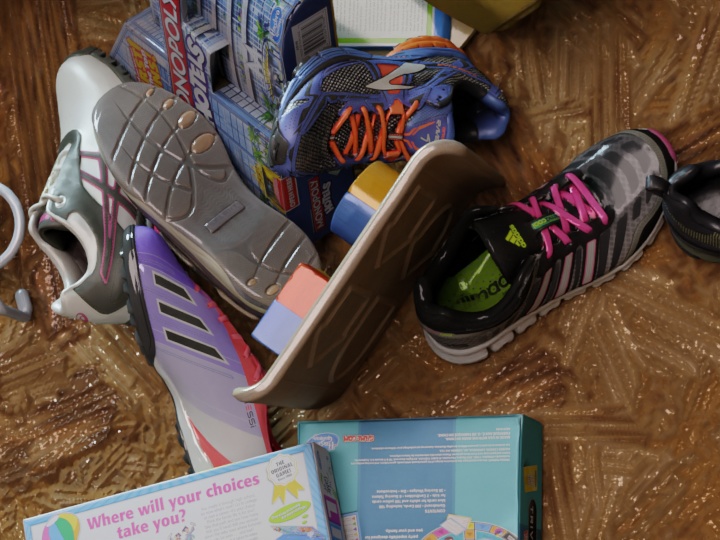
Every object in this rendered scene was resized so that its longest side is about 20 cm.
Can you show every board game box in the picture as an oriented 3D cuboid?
[{"bbox_3d":[0.035,0.193,1.571,0.151,0.047,0.200,-3,78,21],"label":"board game box"},{"bbox_3d":[-0.093,-0.143,1.633,0.062,0.200,0.200,-34,51,-23],"label":"board game box"},{"bbox_3d":[-0.105,0.197,1.570,0.200,0.034,0.135,-16,71,14],"label":"board game box"}]

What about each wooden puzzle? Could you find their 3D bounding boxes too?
[{"bbox_3d":[0.000,0.000,1.548,0.046,0.185,0.200,39,94,12],"label":"wooden puzzle"}]

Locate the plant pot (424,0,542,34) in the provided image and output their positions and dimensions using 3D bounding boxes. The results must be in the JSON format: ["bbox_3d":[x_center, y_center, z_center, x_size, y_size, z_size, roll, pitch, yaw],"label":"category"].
[{"bbox_3d":[0.079,-0.261,1.561,0.195,0.194,0.200,-35,93,-4],"label":"plant pot"}]

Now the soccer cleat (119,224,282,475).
[{"bbox_3d":[-0.096,0.057,1.615,0.073,0.068,0.200,-19,100,7],"label":"soccer cleat"}]

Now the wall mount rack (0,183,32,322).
[{"bbox_3d":[-0.313,-0.022,1.743,0.200,0.075,0.174,-25,75,15],"label":"wall mount rack"}]

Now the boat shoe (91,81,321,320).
[{"bbox_3d":[-0.106,-0.035,1.626,0.074,0.073,0.200,-33,70,-21],"label":"boat shoe"}]

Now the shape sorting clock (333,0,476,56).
[{"bbox_3d":[-0.003,-0.211,1.674,0.200,0.039,0.200,-1,83,10],"label":"shape sorting clock"}]

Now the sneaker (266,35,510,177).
[{"bbox_3d":[0.019,-0.098,1.558,0.078,0.200,0.075,31,126,32],"label":"sneaker"}]

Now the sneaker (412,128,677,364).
[{"bbox_3d":[0.111,-0.018,1.563,0.200,0.087,0.074,-38,68,10],"label":"sneaker"}]

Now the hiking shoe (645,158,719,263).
[{"bbox_3d":[0.272,-0.036,1.496,0.200,0.101,0.076,-3,78,21],"label":"hiking shoe"}]

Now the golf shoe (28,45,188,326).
[{"bbox_3d":[-0.179,-0.059,1.675,0.077,0.088,0.200,-44,57,53],"label":"golf shoe"}]
